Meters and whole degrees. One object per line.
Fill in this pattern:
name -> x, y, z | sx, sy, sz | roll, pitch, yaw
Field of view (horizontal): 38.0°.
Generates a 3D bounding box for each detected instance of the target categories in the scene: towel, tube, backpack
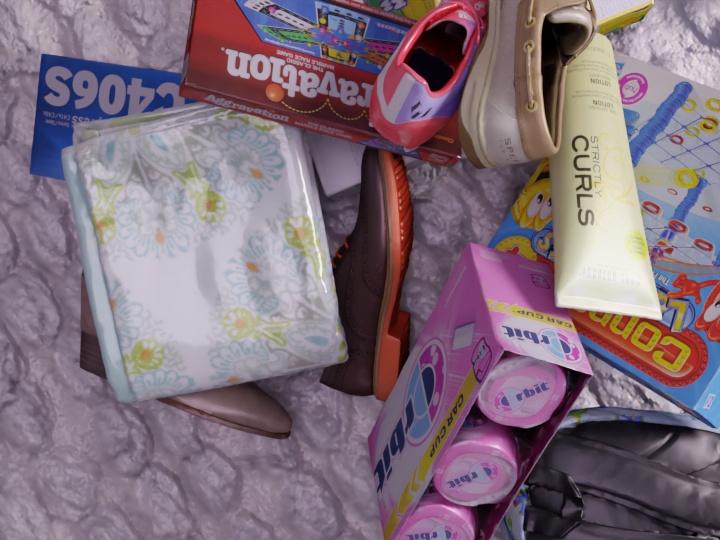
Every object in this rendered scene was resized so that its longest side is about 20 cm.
towel -> -0.109, -0.018, 0.733 | 0.170, 0.048, 0.202 | -10, 94, 6
tube -> 0.156, -0.064, 0.698 | 0.058, 0.052, 0.202 | -10, 63, 19
backpack -> 0.194, 0.170, 0.732 | 0.198, 0.154, 0.165 | 9, 90, -16

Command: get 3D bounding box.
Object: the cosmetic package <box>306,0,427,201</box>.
cosmetic package -> -0.022, -0.162, 0.807 | 0.082, 0.051, 0.202 | -21, 85, 8

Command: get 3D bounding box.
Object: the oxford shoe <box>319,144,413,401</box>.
oxford shoe -> 0.000, 0.000, 0.768 | 0.072, 0.071, 0.202 | 5, 103, 10

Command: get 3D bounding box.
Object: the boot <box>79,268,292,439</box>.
boot -> -0.125, 0.028, 0.798 | 0.198, 0.070, 0.147 | 18, 88, 8

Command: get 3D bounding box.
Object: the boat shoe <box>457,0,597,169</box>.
boat shoe -> 0.120, -0.158, 0.682 | 0.066, 0.074, 0.202 | 5, 73, 31

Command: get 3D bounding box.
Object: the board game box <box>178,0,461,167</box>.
board game box -> -0.020, -0.142, 0.719 | 0.198, 0.019, 0.104 | 12, 68, -20

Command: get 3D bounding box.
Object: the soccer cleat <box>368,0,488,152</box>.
soccer cleat -> 0.071, -0.164, 0.710 | 0.066, 0.077, 0.200 | 35, 61, 2

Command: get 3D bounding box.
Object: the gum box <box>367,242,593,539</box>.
gum box -> 0.070, 0.099, 0.708 | 0.066, 0.114, 0.201 | 14, 123, -16

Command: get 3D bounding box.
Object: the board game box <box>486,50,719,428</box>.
board game box -> 0.209, -0.028, 0.728 | 0.199, 0.056, 0.197 | 33, 90, 38

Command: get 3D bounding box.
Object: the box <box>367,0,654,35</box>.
box -> 0.108, -0.213, 0.800 | 0.198, 0.048, 0.118 | -20, 86, 2

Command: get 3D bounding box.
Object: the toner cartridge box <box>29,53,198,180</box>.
toner cartridge box -> -0.153, -0.105, 0.797 | 0.198, 0.043, 0.096 | 10, 99, 17
